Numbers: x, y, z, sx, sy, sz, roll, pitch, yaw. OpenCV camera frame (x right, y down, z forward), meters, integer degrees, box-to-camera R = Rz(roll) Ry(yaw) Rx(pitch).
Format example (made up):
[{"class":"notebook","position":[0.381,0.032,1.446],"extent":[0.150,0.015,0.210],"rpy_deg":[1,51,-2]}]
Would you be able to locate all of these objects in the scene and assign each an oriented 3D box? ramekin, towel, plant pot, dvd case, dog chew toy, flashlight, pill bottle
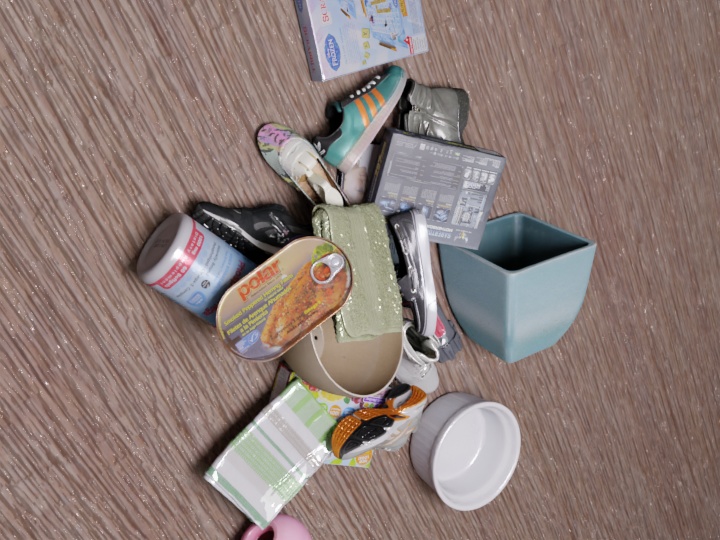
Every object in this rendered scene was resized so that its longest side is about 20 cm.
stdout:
[{"class":"ramekin","position":[0.186,0.320,1.370],"extent":[0.199,0.097,0.203],"rpy_deg":[-8,106,-30]},{"class":"towel","position":[0.000,0.000,1.091],"extent":[0.148,0.036,0.202],"rpy_deg":[-7,85,-49]},{"class":"plant pot","position":[0.266,0.039,1.306],"extent":[0.195,0.195,0.202],"rpy_deg":[-17,118,-27]},{"class":"dvd case","position":[0.023,-0.106,1.220],"extent":[0.141,0.017,0.202],"rpy_deg":[-1,102,-32]},{"class":"dog chew toy","position":[-0.113,0.482,1.216],"extent":[0.125,0.124,0.201],"rpy_deg":[-44,128,-15]},{"class":"towel","position":[-0.124,0.282,1.151],"extent":[0.200,0.031,0.150],"rpy_deg":[-45,121,-13]},{"class":"plant pot","position":[-0.049,0.095,1.138],"extent":[0.199,0.134,0.203],"rpy_deg":[17,67,-45]},{"class":"flashlight","position":[0.111,0.078,1.282],"extent":[0.067,0.068,0.201],"rpy_deg":[-21,125,15]},{"class":"pill bottle","position":[-0.204,0.016,1.056],"extent":[0.200,0.108,0.109],"rpy_deg":[37,81,-32]}]

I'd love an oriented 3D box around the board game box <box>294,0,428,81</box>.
[{"class":"board game box","position":[-0.003,-0.406,1.123],"extent":[0.198,0.041,0.202],"rpy_deg":[-22,112,-26]}]

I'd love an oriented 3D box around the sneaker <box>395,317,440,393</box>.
[{"class":"sneaker","position":[0.097,0.152,1.267],"extent":[0.074,0.115,0.201],"rpy_deg":[-46,121,-16]}]

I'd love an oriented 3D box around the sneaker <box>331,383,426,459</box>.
[{"class":"sneaker","position":[0.035,0.266,1.214],"extent":[0.199,0.075,0.093],"rpy_deg":[-23,124,-38]}]

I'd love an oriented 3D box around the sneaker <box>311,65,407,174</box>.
[{"class":"sneaker","position":[0.000,-0.246,1.143],"extent":[0.080,0.071,0.201],"rpy_deg":[35,69,-12]}]

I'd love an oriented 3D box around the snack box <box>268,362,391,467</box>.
[{"class":"snack box","position":[-0.057,0.239,1.229],"extent":[0.198,0.053,0.144],"rpy_deg":[15,95,-33]}]

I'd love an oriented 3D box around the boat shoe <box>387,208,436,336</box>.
[{"class":"boat shoe","position":[0.075,0.007,1.162],"extent":[0.065,0.070,0.202],"rpy_deg":[-9,108,-7]}]

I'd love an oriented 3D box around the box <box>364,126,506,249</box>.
[{"class":"box","position":[0.114,-0.127,1.186],"extent":[0.198,0.051,0.159],"rpy_deg":[8,110,-17]}]

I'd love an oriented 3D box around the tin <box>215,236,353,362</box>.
[{"class":"tin","position":[-0.101,0.038,1.003],"extent":[0.199,0.042,0.112],"rpy_deg":[-36,93,-9]}]

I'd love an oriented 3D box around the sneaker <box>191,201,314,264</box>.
[{"class":"sneaker","position":[-0.153,-0.065,1.105],"extent":[0.199,0.075,0.088],"rpy_deg":[28,62,-29]}]

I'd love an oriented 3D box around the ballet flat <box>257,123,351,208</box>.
[{"class":"ballet flat","position":[-0.071,-0.138,1.114],"extent":[0.069,0.071,0.200],"rpy_deg":[-45,114,-10]}]

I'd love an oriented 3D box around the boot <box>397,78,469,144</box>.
[{"class":"boot","position":[0.111,-0.204,1.222],"extent":[0.130,0.067,0.203],"rpy_deg":[-5,95,-35]}]
